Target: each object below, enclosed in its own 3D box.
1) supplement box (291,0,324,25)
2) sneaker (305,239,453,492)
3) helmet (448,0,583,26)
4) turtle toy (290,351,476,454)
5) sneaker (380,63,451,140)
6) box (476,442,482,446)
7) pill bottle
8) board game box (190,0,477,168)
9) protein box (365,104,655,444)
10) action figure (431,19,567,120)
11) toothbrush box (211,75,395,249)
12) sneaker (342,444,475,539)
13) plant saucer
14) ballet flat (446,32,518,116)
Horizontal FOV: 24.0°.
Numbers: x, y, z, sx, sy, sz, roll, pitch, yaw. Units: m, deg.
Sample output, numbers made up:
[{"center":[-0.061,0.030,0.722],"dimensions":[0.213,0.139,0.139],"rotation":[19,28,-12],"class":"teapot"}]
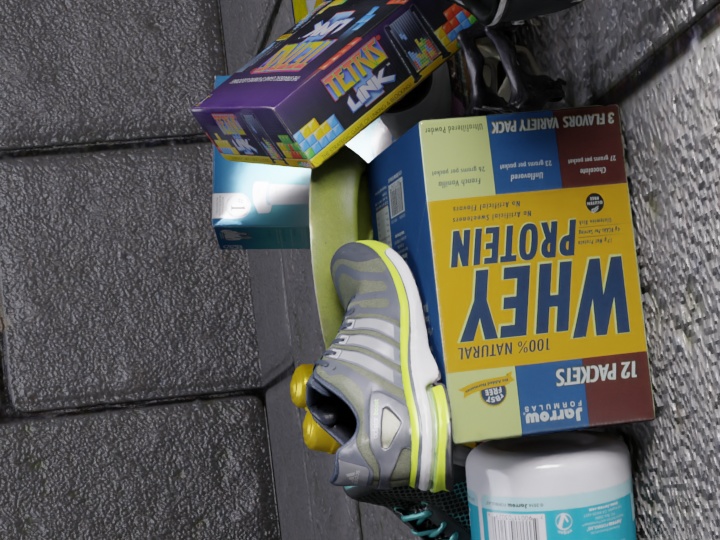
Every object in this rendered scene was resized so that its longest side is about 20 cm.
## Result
[{"center":[-0.001,-0.277,1.594],"dimensions":[0.200,0.108,0.110],"rotation":[120,143,-74],"class":"supplement box"},{"center":[0.002,0.056,1.067],"dimensions":[0.201,0.080,0.074],"rotation":[-107,17,-46],"class":"sneaker"},{"center":[0.079,-0.238,0.934],"dimensions":[0.200,0.189,0.201],"rotation":[23,-90,-79],"class":"helmet"},{"center":[0.019,0.080,1.401],"dimensions":[0.200,0.144,0.102],"rotation":[-115,34,-64],"class":"turtle toy"},{"center":[0.058,-0.158,1.371],"dimensions":[0.085,0.072,0.201],"rotation":[59,-148,-36],"class":"sneaker"},{"center":[0.119,0.179,1.370],"dimensions":[0.200,0.041,0.157],"rotation":[-125,31,-72],"class":"box"},{"center":[0.130,0.213,1.119],"dimensions":[0.111,0.110,0.202],"rotation":[-162,67,-79],"class":"pill bottle"},{"center":[-0.023,-0.149,1.254],"dimensions":[0.057,0.165,0.200],"rotation":[55,164,-17],"class":"board game box"},{"center":[0.093,0.009,1.143],"dimensions":[0.199,0.134,0.202],"rotation":[154,110,-79],"class":"protein box"},{"center":[0.088,-0.199,1.127],"dimensions":[0.119,0.101,0.202],"rotation":[-4,83,62],"class":"action figure"},{"center":[-0.036,-0.100,1.573],"dimensions":[0.085,0.198,0.148],"rotation":[87,-178,-76],"class":"toothbrush box"},{"center":[0.072,0.175,1.176],"dimensions":[0.077,0.199,0.092],"rotation":[-26,56,47],"class":"sneaker"},{"center":[0.000,0.000,1.247],"dimensions":[0.200,0.031,0.202],"rotation":[-6,-90,-79],"class":"plant saucer"},{"center":[0.095,-0.166,1.271],"dimensions":[0.071,0.069,0.202],"rotation":[15,115,60],"class":"ballet flat"}]
